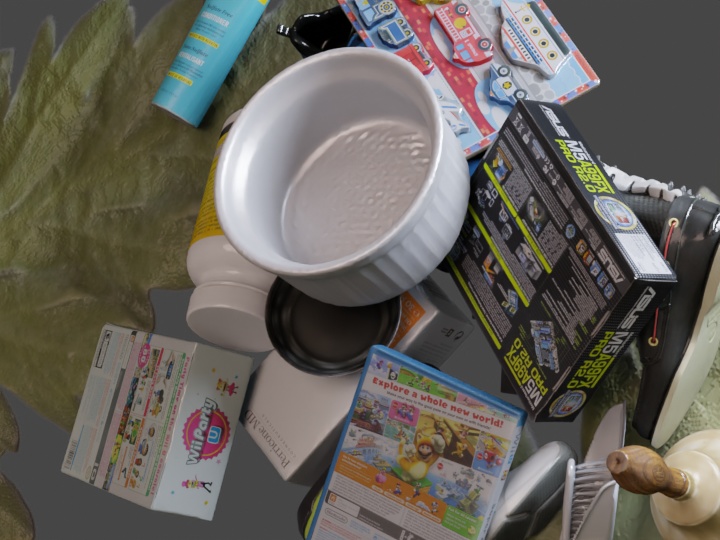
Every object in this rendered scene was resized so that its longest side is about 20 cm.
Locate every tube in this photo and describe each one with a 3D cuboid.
[{"bbox_3d":[-0.134,-0.237,1.589,0.077,0.050,0.201,26,86,26],"label":"tube"}]

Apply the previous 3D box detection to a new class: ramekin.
[{"bbox_3d":[-0.009,-0.069,1.309,0.200,0.098,0.201,-11,62,22],"label":"ramekin"}]

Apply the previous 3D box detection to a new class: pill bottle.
[{"bbox_3d":[-0.089,-0.036,1.435,0.112,0.112,0.201,-5,58,30],"label":"pill bottle"}]

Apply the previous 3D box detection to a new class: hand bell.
[{"bbox_3d":[0.223,0.151,1.170,0.104,0.200,0.105,-9,72,28],"label":"hand bell"}]

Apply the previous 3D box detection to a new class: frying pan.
[{"bbox_3d":[-0.017,0.000,1.363,0.114,0.031,0.191,4,69,10],"label":"frying pan"}]

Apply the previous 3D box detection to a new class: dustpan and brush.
[{"bbox_3d":[0.164,0.211,1.259,0.057,0.140,0.201,7,111,9],"label":"dustpan and brush"}]

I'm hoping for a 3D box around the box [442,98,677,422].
[{"bbox_3d":[0.144,-0.009,1.266,0.161,0.044,0.200,-61,42,35],"label":"box"}]

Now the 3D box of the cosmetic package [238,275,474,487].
[{"bbox_3d":[-0.010,0.082,1.408,0.200,0.071,0.101,-49,58,11],"label":"cosmetic package"}]

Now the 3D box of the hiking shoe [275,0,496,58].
[{"bbox_3d":[0.029,-0.208,1.452,0.199,0.087,0.075,-10,72,29],"label":"hiking shoe"}]

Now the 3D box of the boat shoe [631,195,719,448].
[{"bbox_3d":[0.240,0.040,1.237,0.063,0.074,0.202,23,118,24],"label":"boat shoe"}]

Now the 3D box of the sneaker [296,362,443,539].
[{"bbox_3d":[0.025,0.172,1.363,0.083,0.072,0.200,46,113,41],"label":"sneaker"}]

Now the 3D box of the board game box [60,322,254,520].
[{"bbox_3d":[-0.185,0.131,1.462,0.200,0.064,0.148,7,81,59],"label":"board game box"}]

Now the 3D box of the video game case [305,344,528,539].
[{"bbox_3d":[0.038,0.178,1.295,0.143,0.018,0.201,23,100,29],"label":"video game case"}]

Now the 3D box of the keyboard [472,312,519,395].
[{"bbox_3d":[0.129,0.001,1.344,0.127,0.021,0.201,3,90,58],"label":"keyboard"}]

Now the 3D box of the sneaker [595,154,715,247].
[{"bbox_3d":[0.220,-0.032,1.306,0.200,0.066,0.091,26,95,37],"label":"sneaker"}]

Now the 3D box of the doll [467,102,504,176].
[{"bbox_3d":[0.080,-0.127,1.406,0.199,0.048,0.137,11,81,17],"label":"doll"}]

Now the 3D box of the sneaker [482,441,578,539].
[{"bbox_3d":[0.090,0.200,1.317,0.200,0.070,0.080,-46,56,14],"label":"sneaker"}]

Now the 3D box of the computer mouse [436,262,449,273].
[{"bbox_3d":[0.048,-0.084,1.440,0.059,0.034,0.200,-37,61,19],"label":"computer mouse"}]

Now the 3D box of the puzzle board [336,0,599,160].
[{"bbox_3d":[0.088,-0.200,1.393,0.150,0.017,0.200,-29,67,-5],"label":"puzzle board"}]
